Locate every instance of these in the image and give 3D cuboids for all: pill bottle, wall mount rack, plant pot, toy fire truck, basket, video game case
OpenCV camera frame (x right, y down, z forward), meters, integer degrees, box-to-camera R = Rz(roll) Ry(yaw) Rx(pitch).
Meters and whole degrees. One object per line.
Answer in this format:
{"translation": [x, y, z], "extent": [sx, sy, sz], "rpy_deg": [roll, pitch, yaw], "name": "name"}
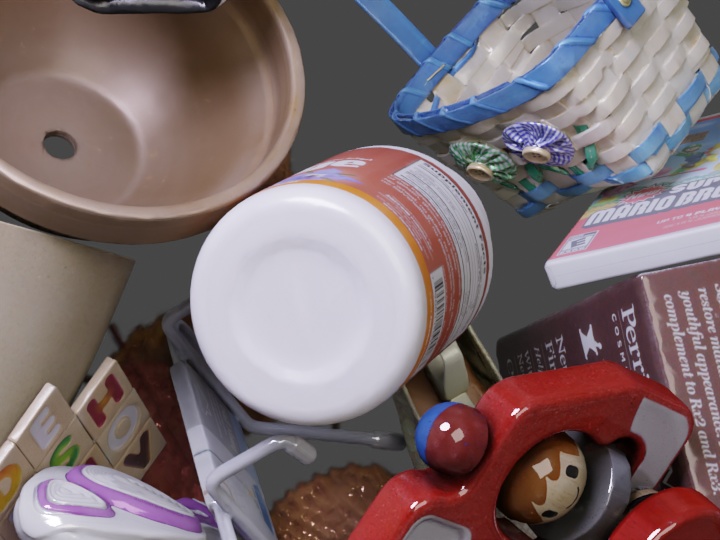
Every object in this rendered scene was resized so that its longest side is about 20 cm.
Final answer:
{"translation": [0.000, 0.000, 1.225], "extent": [0.112, 0.200, 0.112], "rpy_deg": [3, 101, 15], "name": "pill bottle"}
{"translation": [-0.029, 0.099, 1.284], "extent": [0.075, 0.200, 0.174], "rpy_deg": [-30, 134, 9], "name": "wall mount rack"}
{"translation": [-0.135, -0.083, 1.222], "extent": [0.201, 0.093, 0.201], "rpy_deg": [13, 51, -17], "name": "plant pot"}
{"translation": [0.066, 0.129, 1.183], "extent": [0.168, 0.112, 0.200], "rpy_deg": [23, 104, -46], "name": "toy fire truck"}
{"translation": [-0.223, 0.066, 1.222], "extent": [0.187, 0.187, 0.200], "rpy_deg": [15, 88, -16], "name": "plant pot"}
{"translation": [0.085, -0.133, 1.358], "extent": [0.200, 0.176, 0.139], "rpy_deg": [50, 59, -13], "name": "basket"}
{"translation": [0.193, -0.049, 1.350], "extent": [0.200, 0.143, 0.017], "rpy_deg": [-47, 119, -58], "name": "video game case"}

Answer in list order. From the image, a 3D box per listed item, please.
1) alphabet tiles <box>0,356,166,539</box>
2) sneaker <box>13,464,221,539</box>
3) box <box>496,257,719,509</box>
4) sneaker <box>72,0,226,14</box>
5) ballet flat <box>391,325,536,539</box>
{"translation": [-0.163, 0.143, 1.228], "extent": [0.008, 0.167, 0.200], "rpy_deg": [27, 71, 23], "name": "alphabet tiles"}
{"translation": [-0.112, 0.154, 1.234], "extent": [0.075, 0.200, 0.100], "rpy_deg": [28, 88, 29], "name": "sneaker"}
{"translation": [0.195, 0.083, 1.338], "extent": [0.164, 0.200, 0.166], "rpy_deg": [-10, 82, -20], "name": "box"}
{"translation": [-0.129, -0.196, 1.193], "extent": [0.200, 0.076, 0.115], "rpy_deg": [36, 43, 3], "name": "sneaker"}
{"translation": [0.050, 0.071, 1.340], "extent": [0.067, 0.062, 0.200], "rpy_deg": [-27, 74, -15], "name": "ballet flat"}
